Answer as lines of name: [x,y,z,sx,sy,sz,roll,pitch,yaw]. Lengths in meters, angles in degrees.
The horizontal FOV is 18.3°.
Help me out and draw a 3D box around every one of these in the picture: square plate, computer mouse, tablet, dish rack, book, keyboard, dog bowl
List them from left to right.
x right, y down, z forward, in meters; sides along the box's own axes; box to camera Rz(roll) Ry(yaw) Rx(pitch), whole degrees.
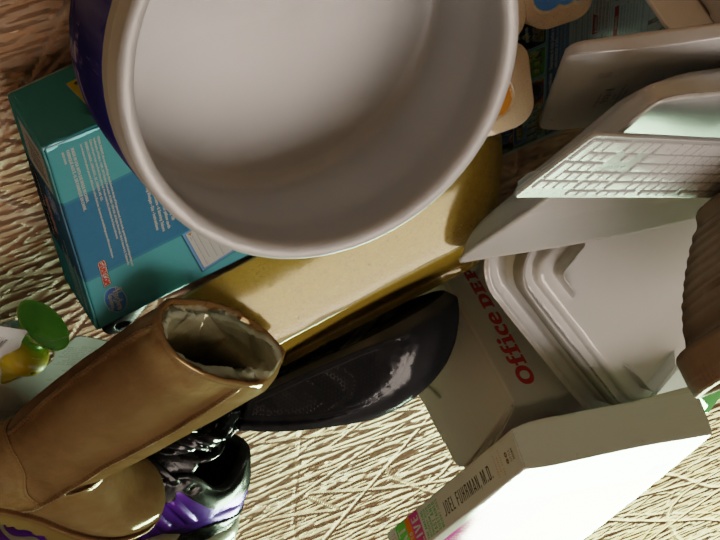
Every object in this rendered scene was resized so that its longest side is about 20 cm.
dog bowl: [-0.031,-0.111,1.041,0.200,0.079,0.200,-12,119,-22]
computer mouse: [-0.018,0.073,1.383,0.200,0.053,0.138,-25,-174,23]
book: [0.113,0.135,1.394,0.134,0.048,0.200,-9,160,-27]
dish rack: [0.181,-0.020,1.350,0.200,0.044,0.172,-49,125,-12]
keyboard: [0.156,-0.054,1.154,0.056,0.011,0.200,-31,162,36]
tablet: [0.167,-0.104,1.203,0.130,0.014,0.200,-8,173,0]
square plate: [0.175,-0.066,1.209,0.198,0.028,0.200,-10,162,-33]

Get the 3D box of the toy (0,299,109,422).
toy: [-0.242,0.079,1.288,0.200,0.047,0.115,-38,150,30]

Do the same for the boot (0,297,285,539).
boot: [-0.118,0.090,1.260,0.200,0.066,0.175,-32,155,31]

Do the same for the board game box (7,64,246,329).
board game box: [-0.071,-0.070,1.166,0.200,0.047,0.151,-26,145,-14]

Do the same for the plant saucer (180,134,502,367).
plant saucer: [0.000,0.000,1.309,0.200,0.048,0.200,-28,173,-3]

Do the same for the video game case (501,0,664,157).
video game case: [0.103,-0.119,1.311,0.200,0.018,0.143,-24,153,-10]

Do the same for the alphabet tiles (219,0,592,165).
alphabet tiles: [0.023,-0.145,1.108,0.200,0.015,0.196,-20,121,-17]

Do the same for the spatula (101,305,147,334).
spatula: [-0.093,-0.037,1.247,0.057,0.021,0.200,6,127,-48]

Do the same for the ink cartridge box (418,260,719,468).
ink cartridge box: [0.132,0.036,1.459,0.200,0.145,0.084,-12,148,-30]

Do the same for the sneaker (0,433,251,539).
sneaker: [-0.156,0.143,1.465,0.200,0.070,0.100,-9,139,-38]

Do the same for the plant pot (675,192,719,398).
plant pot: [0.250,-0.017,1.223,0.201,0.093,0.201,-28,170,-5]

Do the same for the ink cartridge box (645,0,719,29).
ink cartridge box: [0.223,-0.183,1.209,0.200,0.116,0.067,-2,141,-42]
